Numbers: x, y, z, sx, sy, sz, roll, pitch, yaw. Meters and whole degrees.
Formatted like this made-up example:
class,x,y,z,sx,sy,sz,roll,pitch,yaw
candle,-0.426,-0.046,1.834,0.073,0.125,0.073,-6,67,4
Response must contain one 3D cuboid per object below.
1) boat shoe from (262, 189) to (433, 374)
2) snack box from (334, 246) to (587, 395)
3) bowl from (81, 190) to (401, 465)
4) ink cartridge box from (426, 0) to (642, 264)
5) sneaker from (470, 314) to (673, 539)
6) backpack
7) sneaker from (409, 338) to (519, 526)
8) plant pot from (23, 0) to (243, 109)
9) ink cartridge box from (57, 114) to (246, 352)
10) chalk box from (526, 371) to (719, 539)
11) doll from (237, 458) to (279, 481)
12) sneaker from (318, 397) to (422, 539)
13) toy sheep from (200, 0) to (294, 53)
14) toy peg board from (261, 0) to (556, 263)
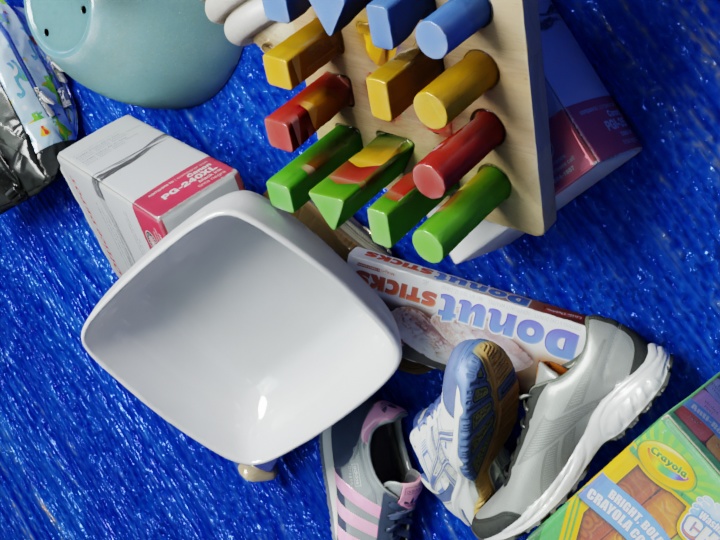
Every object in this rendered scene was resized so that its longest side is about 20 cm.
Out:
class,x,y,z,sx,sy,sz,roll,pitch,yaw
boat shoe,0.000,0.000,0.997,0.200,0.065,0.072,43,116,4
snack box,0.079,0.044,0.932,0.198,0.024,0.073,17,112,15
bowl,-0.085,0.038,0.915,0.199,0.075,0.200,-37,114,28
ink cartridge box,0.088,-0.131,0.878,0.146,0.082,0.201,-37,79,39
sneaker,0.143,0.118,0.884,0.079,0.074,0.201,38,106,6
backpack,-0.371,-0.175,1.208,0.162,0.154,0.201,-21,110,42
sneaker,0.071,0.124,0.928,0.088,0.075,0.202,28,141,33
plant pot,-0.216,-0.239,1.060,0.198,0.134,0.203,11,108,36
ink cartridge box,-0.164,-0.036,1.038,0.199,0.083,0.146,30,148,48
chalk box,0.235,0.157,0.809,0.125,0.123,0.201,49,126,17
doll,-0.074,0.091,1.084,0.137,0.048,0.201,49,126,35
sneaker,0.020,0.208,1.027,0.081,0.070,0.203,-8,98,43
toy sheep,-0.081,-0.257,0.954,0.137,0.137,0.202,-26,89,39
toy peg board,0.013,-0.110,0.782,0.199,0.098,0.201,20,137,35
